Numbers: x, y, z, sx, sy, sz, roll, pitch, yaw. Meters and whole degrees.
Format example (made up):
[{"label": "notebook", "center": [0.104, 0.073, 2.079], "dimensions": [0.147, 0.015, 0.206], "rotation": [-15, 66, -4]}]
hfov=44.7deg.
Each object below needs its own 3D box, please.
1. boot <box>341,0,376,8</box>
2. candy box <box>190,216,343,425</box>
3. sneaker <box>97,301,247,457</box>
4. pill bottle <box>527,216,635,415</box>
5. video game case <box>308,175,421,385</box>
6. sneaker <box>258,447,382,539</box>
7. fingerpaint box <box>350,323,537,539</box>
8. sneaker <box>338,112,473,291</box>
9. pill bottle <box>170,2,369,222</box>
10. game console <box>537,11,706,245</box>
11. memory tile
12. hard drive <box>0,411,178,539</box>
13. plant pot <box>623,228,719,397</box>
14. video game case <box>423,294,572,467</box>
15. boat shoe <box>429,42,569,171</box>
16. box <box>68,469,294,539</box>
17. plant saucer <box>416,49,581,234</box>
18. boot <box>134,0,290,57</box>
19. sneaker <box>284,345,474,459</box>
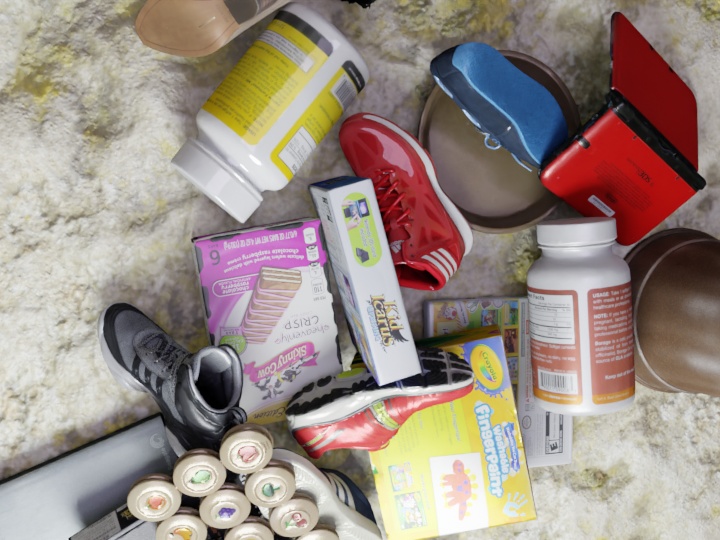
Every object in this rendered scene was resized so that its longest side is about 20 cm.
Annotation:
[{"label": "boot", "center": [0.025, -0.357, 0.850], "dimensions": [0.073, 0.198, 0.164], "rotation": [23, 83, -13]}, {"label": "candy box", "center": [-0.095, 0.055, 0.924], "dimensions": [0.134, 0.061, 0.203], "rotation": [-11, 98, -13]}, {"label": "sneaker", "center": [-0.178, 0.090, 0.855], "dimensions": [0.075, 0.114, 0.201], "rotation": [-28, 73, -44]}, {"label": "pill bottle", "center": [0.239, 0.046, 0.955], "dimensions": [0.111, 0.112, 0.203], "rotation": [-5, 97, -13]}, {"label": "video game case", "center": [0.000, 0.000, 0.869], "dimensions": [0.045, 0.200, 0.184], "rotation": [-15, 99, -6]}, {"label": "sneaker", "center": [-0.052, 0.232, 0.919], "dimensions": [0.074, 0.085, 0.201], "rotation": [-32, 127, 7]}, {"label": "fingerpaint box", "center": [0.091, 0.175, 0.950], "dimensions": [0.164, 0.073, 0.203], "rotation": [-12, 96, 7]}, {"label": "sneaker", "center": [0.039, -0.065, 0.911], "dimensions": [0.200, 0.116, 0.078], "rotation": [46, 129, -13]}, {"label": "pill bottle", "center": [-0.092, -0.155, 0.879], "dimensions": [0.114, 0.114, 0.201], "rotation": [40, 85, -14]}, {"label": "game console", "center": [0.293, -0.151, 0.985], "dimensions": [0.199, 0.119, 0.172], "rotation": [28, 120, -38]}, {"label": "memory tile", "center": [-0.119, 0.246, 0.848], "dimensions": [0.152, 0.017, 0.201], "rotation": [-27, 121, 3]}, {"label": "hard drive", "center": [-0.274, 0.252, 0.914], "dimensions": [0.198, 0.033, 0.141], "rotation": [-23, 100, -11]}, {"label": "plant pot", "center": [0.410, 0.057, 0.977], "dimensions": [0.197, 0.198, 0.203], "rotation": [-1, 95, -13]}, {"label": "video game case", "center": [0.161, 0.131, 1.014], "dimensions": [0.179, 0.023, 0.203], "rotation": [-2, 97, -13]}, {"label": "boat shoe", "center": [0.151, -0.177, 0.926], "dimensions": [0.200, 0.068, 0.085], "rotation": [41, 70, -36]}, {"label": "box", "center": [-0.167, 0.305, 0.909], "dimensions": [0.197, 0.050, 0.202], "rotation": [-28, 117, -13]}, {"label": "plant saucer", "center": [0.155, -0.143, 0.983], "dimensions": [0.197, 0.029, 0.203], "rotation": [-1, 96, -13]}, {"label": "boot", "center": [-0.116, -0.283, 0.871], "dimensions": [0.147, 0.198, 0.071], "rotation": [-55, 132, -37]}, {"label": "sneaker", "center": [0.024, 0.139, 0.890], "dimensions": [0.197, 0.077, 0.086], "rotation": [-16, 114, 11]}]
